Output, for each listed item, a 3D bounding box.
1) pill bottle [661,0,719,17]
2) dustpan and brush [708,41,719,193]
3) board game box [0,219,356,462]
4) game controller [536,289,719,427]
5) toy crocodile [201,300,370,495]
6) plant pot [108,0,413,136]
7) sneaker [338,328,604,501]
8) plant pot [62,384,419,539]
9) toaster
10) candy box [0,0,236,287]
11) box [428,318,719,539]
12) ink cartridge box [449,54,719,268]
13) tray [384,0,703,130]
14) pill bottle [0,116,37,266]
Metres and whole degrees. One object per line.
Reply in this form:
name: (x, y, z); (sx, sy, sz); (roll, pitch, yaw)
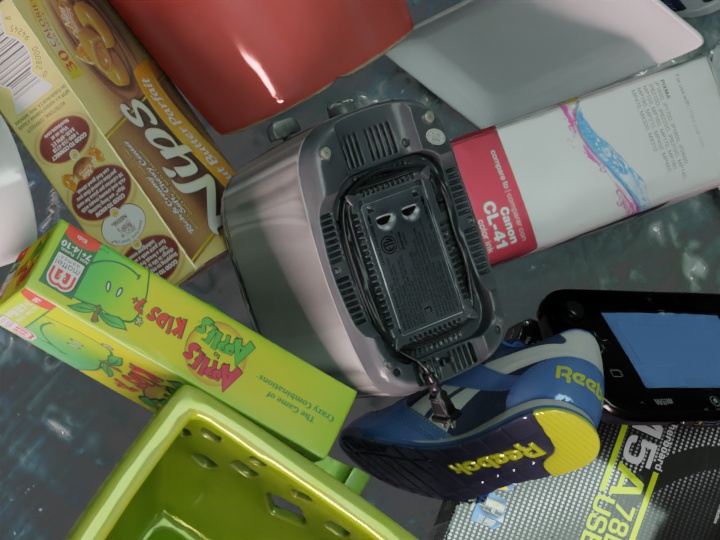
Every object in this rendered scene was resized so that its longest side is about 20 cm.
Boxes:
pill bottle: (0.193, -0.228, 1.683); (0.116, 0.200, 0.116); (-2, 82, 17)
dustpan and brush: (0.289, -0.044, 1.756); (0.139, 0.057, 0.200); (10, 59, -13)
board game box: (-0.111, 0.049, 1.538); (0.200, 0.102, 0.048); (31, 70, -13)
game controller: (0.201, 0.056, 1.680); (0.200, 0.042, 0.104); (1, 39, -40)
toy crocodile: (-0.078, 0.080, 1.633); (0.200, 0.062, 0.068); (46, 72, -3)
plant pot: (-0.069, -0.193, 1.628); (0.200, 0.200, 0.177); (-33, 100, -18)
sneaker: (0.073, 0.088, 1.619); (0.074, 0.200, 0.082); (40, 52, -35)
plant pot: (-0.094, 0.207, 1.543); (0.200, 0.181, 0.199); (36, 73, -7)
toaster: (0.000, 0.000, 1.568); (0.114, 0.129, 0.200); (-22, 95, -33)
candy box: (-0.150, -0.083, 1.614); (0.200, 0.055, 0.115); (56, 27, -1)
box: (0.152, 0.159, 1.691); (0.193, 0.048, 0.200); (24, 75, -8)
ink cartridge box: (0.122, -0.059, 1.669); (0.200, 0.148, 0.086); (-17, 88, -17)
tray: (0.112, -0.148, 1.651); (0.107, 0.200, 0.022); (37, 55, -26)
pill bottle: (-0.301, -0.027, 1.562); (0.200, 0.113, 0.114); (-17, 85, -18)
